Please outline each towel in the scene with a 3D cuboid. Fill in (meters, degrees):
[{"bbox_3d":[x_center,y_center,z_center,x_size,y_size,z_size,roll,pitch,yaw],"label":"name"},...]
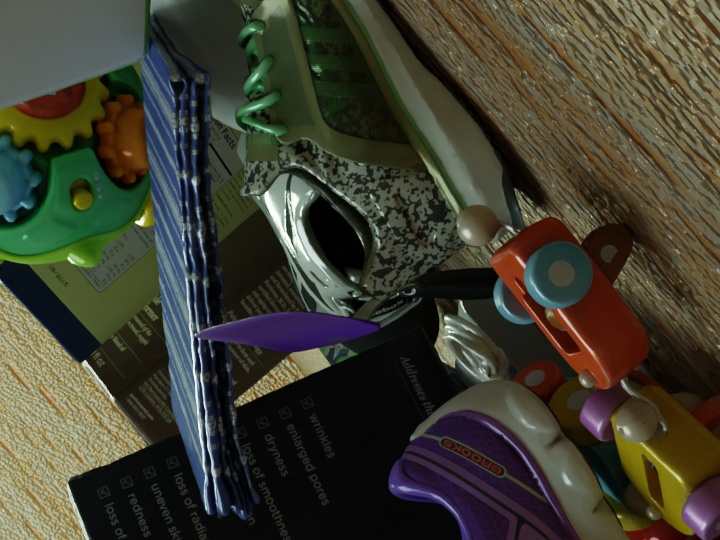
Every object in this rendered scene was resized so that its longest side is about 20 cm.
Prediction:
[{"bbox_3d":[-0.075,-0.005,0.799,0.145,0.024,0.201,-129,34,-68],"label":"towel"}]

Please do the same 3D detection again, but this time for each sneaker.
[{"bbox_3d":[0.000,0.000,1.027,0.089,0.074,0.200,45,172,49],"label":"sneaker"},{"bbox_3d":[0.082,0.142,0.715,0.200,0.083,0.081,55,173,6],"label":"sneaker"},{"bbox_3d":[-0.023,-0.071,0.718,0.200,0.089,0.077,50,174,2],"label":"sneaker"}]

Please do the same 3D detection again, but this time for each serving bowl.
[{"bbox_3d":[-0.094,-0.140,0.902,0.200,0.066,0.200,48,174,7],"label":"serving bowl"}]

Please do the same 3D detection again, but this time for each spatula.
[{"bbox_3d":[0.014,0.015,0.778,0.056,0.200,0.021,-16,88,39],"label":"spatula"}]

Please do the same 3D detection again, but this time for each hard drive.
[{"bbox_3d":[0.103,0.077,0.985,0.132,0.027,0.200,48,174,11],"label":"hard drive"}]

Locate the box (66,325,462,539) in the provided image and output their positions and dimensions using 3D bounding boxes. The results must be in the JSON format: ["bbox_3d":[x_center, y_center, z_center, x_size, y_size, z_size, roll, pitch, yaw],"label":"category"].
[{"bbox_3d":[-0.013,0.167,0.892,0.124,0.196,0.200,78,168,-64],"label":"box"}]

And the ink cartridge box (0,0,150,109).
[{"bbox_3d":[-0.167,-0.190,0.745,0.200,0.084,0.146,54,153,26],"label":"ink cartridge box"}]

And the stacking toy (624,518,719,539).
[{"bbox_3d":[0.173,0.143,0.732,0.085,0.085,0.200,54,179,-34],"label":"stacking toy"}]

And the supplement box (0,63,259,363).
[{"bbox_3d":[-0.182,-0.093,1.155,0.200,0.200,0.134,45,172,34],"label":"supplement box"}]

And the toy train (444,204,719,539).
[{"bbox_3d":[0.095,0.035,0.705,0.150,0.056,0.200,50,170,5],"label":"toy train"}]

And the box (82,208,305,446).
[{"bbox_3d":[-0.091,0.021,1.205,0.100,0.200,0.075,40,166,51],"label":"box"}]

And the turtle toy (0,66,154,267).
[{"bbox_3d":[-0.171,-0.091,0.882,0.201,0.145,0.101,62,154,14],"label":"turtle toy"}]

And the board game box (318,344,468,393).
[{"bbox_3d":[0.055,0.098,1.130,0.134,0.029,0.200,30,-169,-30],"label":"board game box"}]
